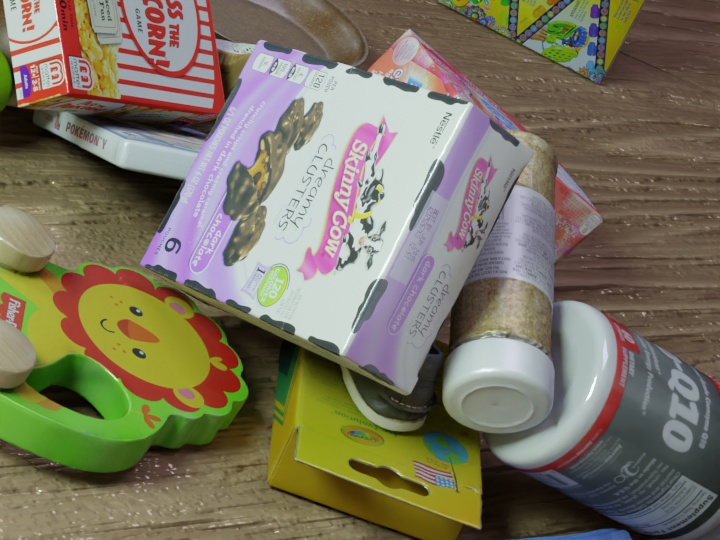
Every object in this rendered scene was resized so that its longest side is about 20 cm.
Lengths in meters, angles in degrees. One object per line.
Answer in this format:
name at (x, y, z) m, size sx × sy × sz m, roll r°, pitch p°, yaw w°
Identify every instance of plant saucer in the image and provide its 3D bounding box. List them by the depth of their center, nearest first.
plant saucer at (-0.091, -0.218, 1.765) m, size 0.200 × 0.037 × 0.200 m, roll 21°, pitch 27°, yaw -12°

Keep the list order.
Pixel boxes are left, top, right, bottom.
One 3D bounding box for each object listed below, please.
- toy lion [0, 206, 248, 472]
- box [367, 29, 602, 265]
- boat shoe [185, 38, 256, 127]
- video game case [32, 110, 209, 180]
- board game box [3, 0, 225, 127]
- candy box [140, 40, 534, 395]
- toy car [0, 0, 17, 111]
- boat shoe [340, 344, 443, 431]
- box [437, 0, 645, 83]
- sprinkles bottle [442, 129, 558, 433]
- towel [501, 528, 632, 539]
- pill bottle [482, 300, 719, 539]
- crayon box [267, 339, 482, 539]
toy lion at (-0.157, 0.054, 1.206) m, size 0.192 × 0.069 × 0.200 m, roll 27°, pitch 26°, yaw -17°
box at (0.082, -0.079, 1.532) m, size 0.200 × 0.095 × 0.103 m, roll 35°, pitch 15°, yaw -43°
boat shoe at (-0.091, -0.140, 1.540) m, size 0.200 × 0.071 × 0.069 m, roll 14°, pitch 8°, yaw 42°
video game case at (-0.115, -0.084, 1.447) m, size 0.200 × 0.023 × 0.182 m, roll 9°, pitch 9°, yaw -30°
board game box at (-0.175, -0.184, 1.407) m, size 0.200 × 0.046 × 0.152 m, roll -1°, pitch 80°, yaw -62°
candy box at (-0.018, -0.038, 1.228) m, size 0.200 × 0.168 × 0.072 m, roll 22°, pitch -8°, yaw 45°
toy car at (-0.254, -0.225, 1.427) m, size 0.158 × 0.200 × 0.164 m, roll 21°, pitch 23°, yaw 28°
boat shoe at (-0.004, 0.021, 1.282) m, size 0.067 × 0.057 × 0.200 m, roll 3°, pitch 35°, yaw -36°
box at (0.209, -0.320, 2.117) m, size 0.193 × 0.122 × 0.200 m, roll 28°, pitch 27°, yaw 2°
sprinkles bottle at (0.091, 0.004, 1.266) m, size 0.068 × 0.068 × 0.200 m, roll 18°, pitch 51°, yaw -16°
towel at (0.161, 0.231, 1.205) m, size 0.145 × 0.024 × 0.200 m, roll 2°, pitch 36°, yaw -38°
pill bottle at (0.185, 0.109, 1.304) m, size 0.200 × 0.114 × 0.114 m, roll 29°, pitch 22°, yaw -32°
crayon box at (0.009, 0.101, 1.271) m, size 0.127 × 0.051 × 0.200 m, roll 22°, pitch 27°, yaw -9°
